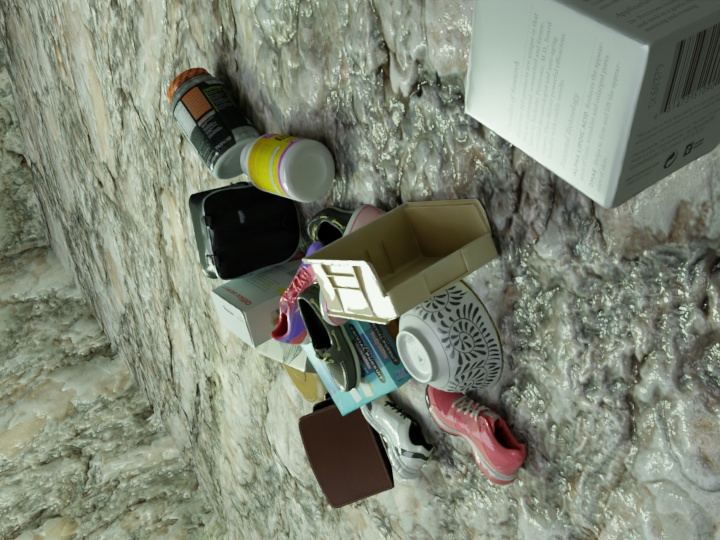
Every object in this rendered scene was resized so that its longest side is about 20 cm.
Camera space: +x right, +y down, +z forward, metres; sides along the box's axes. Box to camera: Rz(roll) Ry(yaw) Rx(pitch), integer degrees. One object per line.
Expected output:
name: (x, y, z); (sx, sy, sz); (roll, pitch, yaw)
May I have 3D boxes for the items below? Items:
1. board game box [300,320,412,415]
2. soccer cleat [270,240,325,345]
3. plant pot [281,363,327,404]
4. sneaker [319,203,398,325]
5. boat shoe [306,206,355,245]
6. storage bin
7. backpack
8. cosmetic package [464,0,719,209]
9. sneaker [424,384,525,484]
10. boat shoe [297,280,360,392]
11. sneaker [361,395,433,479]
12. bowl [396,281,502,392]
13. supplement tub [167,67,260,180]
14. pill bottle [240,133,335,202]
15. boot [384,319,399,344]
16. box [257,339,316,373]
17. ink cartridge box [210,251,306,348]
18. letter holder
board game box: (-0.009, 0.156, 1.552); (0.152, 0.047, 0.200); (58, 143, 3)
soccer cleat: (-0.102, 0.042, 1.537); (0.068, 0.072, 0.203); (53, 135, 50)
plant pot: (-0.132, 0.215, 1.980); (0.200, 0.027, 0.202); (42, 145, 38)
sneaker: (0.007, -0.003, 1.397); (0.104, 0.075, 0.203); (18, 85, 49)
boat shoe: (-0.050, -0.069, 1.543); (0.200, 0.060, 0.073); (3, 113, 60)
storage bin: (0.057, -0.016, 1.244); (0.198, 0.198, 0.095); (2, 118, 60)
backpack: (-0.218, -0.081, 1.686); (0.150, 0.197, 0.181); (10, 114, 62)
cosmetic package: (0.224, -0.199, 0.823); (0.200, 0.163, 0.167); (43, 147, 37)
sneaker: (0.187, 0.236, 1.396); (0.200, 0.073, 0.087); (45, 139, 19)
boat shoe: (-0.055, 0.118, 1.491); (0.071, 0.060, 0.205); (3, 115, 49)
sneaker: (0.070, 0.282, 1.649); (0.080, 0.073, 0.201); (-52, 58, 29)
bowl: (0.117, 0.113, 1.367); (0.200, 0.093, 0.203); (41, 145, 37)
supplement tub: (-0.283, -0.285, 1.709); (0.201, 0.121, 0.123); (55, 152, 18)
pill bottle: (-0.135, -0.183, 1.551); (0.199, 0.103, 0.106); (20, 130, 53)
boot: (0.014, 0.129, 1.595); (0.145, 0.070, 0.201); (59, 149, 10)
box: (-0.135, 0.156, 1.851); (0.199, 0.068, 0.084); (10, 91, 54)
ink cartridge box: (-0.165, 0.050, 1.704); (0.144, 0.198, 0.085); (25, 135, 51)
letter holder: (-0.032, 0.345, 1.757); (0.101, 0.140, 0.203); (-96, -15, -79)
